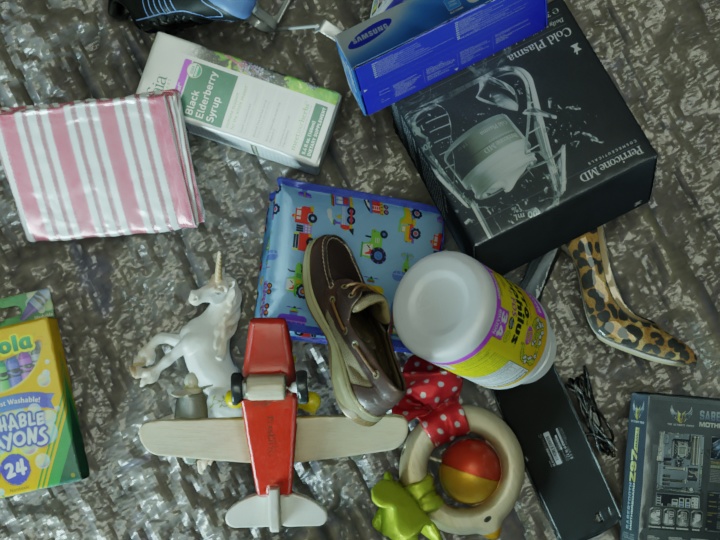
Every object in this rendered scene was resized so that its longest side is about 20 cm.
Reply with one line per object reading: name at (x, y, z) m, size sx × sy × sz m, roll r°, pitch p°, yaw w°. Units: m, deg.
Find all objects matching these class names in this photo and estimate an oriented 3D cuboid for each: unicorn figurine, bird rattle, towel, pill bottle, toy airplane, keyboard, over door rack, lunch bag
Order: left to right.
towel at (-0.263, -0.104, 1.444) m, size 0.198 × 0.030 × 0.147 m, roll -4°, pitch 115°, yaw 11°
unicorn figurine at (-0.163, 0.092, 1.460) m, size 0.137 × 0.074 × 0.201 m, roll -26°, pitch 103°, yaw -2°
toy airplane at (-0.083, 0.151, 1.388) m, size 0.200 × 0.141 × 0.199 m, roll 39°, pitch 110°, yaw -20°
over door rack at (-0.044, -0.306, 1.419) m, size 0.066 × 0.200 × 0.148 m, roll 30°, pitch 87°, yaw -31°
lunch bag at (0.000, 0.000, 1.457) m, size 0.198 × 0.094 × 0.152 m, roll 8°, pitch 81°, yaw -9°
bird rattle at (0.087, 0.190, 1.455) m, size 0.162 × 0.113 × 0.201 m, roll 19°, pitch 73°, yaw -11°
pill bottle at (0.119, 0.055, 1.383) m, size 0.104 × 0.200 × 0.105 m, roll -9°, pitch 71°, yaw 28°
keyboard at (0.214, 0.175, 1.476) m, size 0.104 × 0.040 × 0.201 m, roll -24°, pitch 88°, yaw 22°

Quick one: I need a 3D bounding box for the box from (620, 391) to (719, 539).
box at (0.367, 0.209, 1.444) m, size 0.198 × 0.051 × 0.159 m, roll 5°, pitch 87°, yaw -11°

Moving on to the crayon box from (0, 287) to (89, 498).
crayon box at (-0.360, 0.127, 1.459) m, size 0.125 × 0.052 × 0.202 m, roll -13°, pitch 86°, yaw -1°

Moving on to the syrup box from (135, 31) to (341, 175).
syrup box at (-0.124, -0.169, 1.463) m, size 0.199 × 0.081 × 0.079 m, roll 19°, pitch 87°, yaw -1°

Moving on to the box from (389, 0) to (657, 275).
box at (0.158, -0.126, 1.418) m, size 0.199 × 0.124 × 0.197 m, roll -27°, pitch 71°, yaw -2°

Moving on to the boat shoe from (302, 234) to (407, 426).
boat shoe at (0.001, 0.043, 1.342) m, size 0.072 × 0.072 × 0.201 m, roll -39°, pitch 49°, yaw 34°

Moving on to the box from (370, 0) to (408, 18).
box at (0.057, -0.318, 1.405) m, size 0.041 × 0.119 × 0.201 m, roll 16°, pitch 66°, yaw -17°

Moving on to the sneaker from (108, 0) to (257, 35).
sneaker at (-0.182, -0.268, 1.442) m, size 0.199 × 0.070 × 0.078 m, roll 27°, pitch 100°, yaw 42°

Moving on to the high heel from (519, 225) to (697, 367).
high heel at (0.271, 0.005, 1.458) m, size 0.199 × 0.071 × 0.143 m, roll 25°, pitch 93°, yaw 10°

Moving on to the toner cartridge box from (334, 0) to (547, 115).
toner cartridge box at (0.079, -0.225, 1.349) m, size 0.199 × 0.095 × 0.043 m, roll -26°, pitch 66°, yaw -3°
